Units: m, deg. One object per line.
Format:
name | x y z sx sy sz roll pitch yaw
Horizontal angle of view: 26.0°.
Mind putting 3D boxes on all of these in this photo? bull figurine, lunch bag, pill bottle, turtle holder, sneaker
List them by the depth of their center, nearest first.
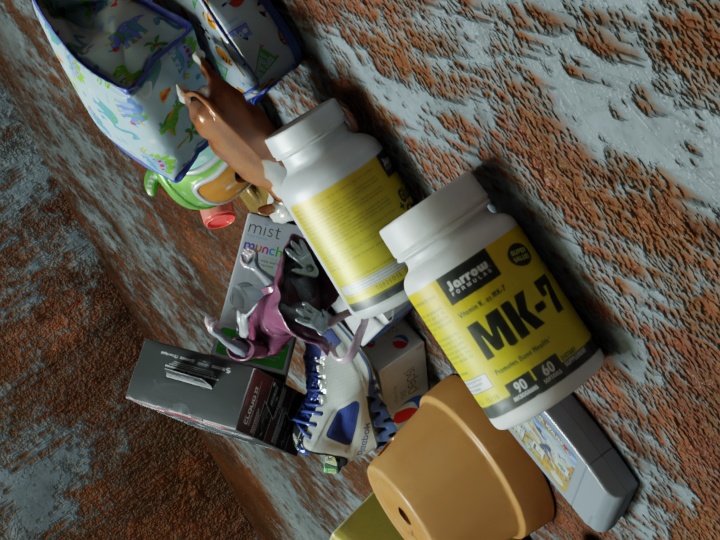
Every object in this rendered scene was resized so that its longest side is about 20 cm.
pill bottle | 0.109 0.024 1.328 0.200 0.114 0.114 56 165 0
pill bottle | -0.008 -0.062 1.521 0.200 0.112 0.112 59 165 -9
bull figurine | -0.117 -0.131 1.566 0.122 0.065 0.200 52 178 41
lunch bag | -0.137 -0.247 1.617 0.161 0.075 0.200 54 166 -9
lunch bag | -0.249 -0.214 1.642 0.200 0.128 0.170 30 158 29
sneaker | -0.038 0.149 1.773 0.081 0.115 0.200 33 151 61
turtle holder | -0.173 -0.168 1.811 0.131 0.186 0.141 -20 141 36

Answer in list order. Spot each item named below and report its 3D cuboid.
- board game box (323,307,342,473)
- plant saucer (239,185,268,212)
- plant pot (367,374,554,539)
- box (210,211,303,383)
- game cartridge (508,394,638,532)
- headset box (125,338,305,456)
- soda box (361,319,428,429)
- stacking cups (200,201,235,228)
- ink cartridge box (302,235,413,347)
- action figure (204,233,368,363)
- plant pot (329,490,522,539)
board game box | -0.022 0.132 1.876 0.105 0.023 0.201 -57 -31 -67
plant saucer | -0.121 -0.107 1.929 0.200 0.035 0.200 51 165 20
plant pot | 0.102 0.237 1.744 0.200 0.140 0.200 50 163 22
box | -0.115 0.040 1.875 0.096 0.177 0.200 15 169 -1
game cartridge | 0.187 0.154 1.511 0.200 0.041 0.133 51 168 21
headset box | -0.163 0.146 1.795 0.148 0.078 0.200 13 168 24
soda box | 0.036 0.130 1.861 0.064 0.068 0.200 48 163 29
stacking cups | -0.203 -0.147 1.918 0.061 0.060 0.201 100 156 -69
ink cartridge box | 0.000 0.000 1.691 0.137 0.076 0.200 54 163 4
action figure | -0.080 0.045 1.684 0.149 0.134 0.200 31 149 -7
plant pot | 0.096 0.350 1.922 0.200 0.194 0.196 43 162 13
